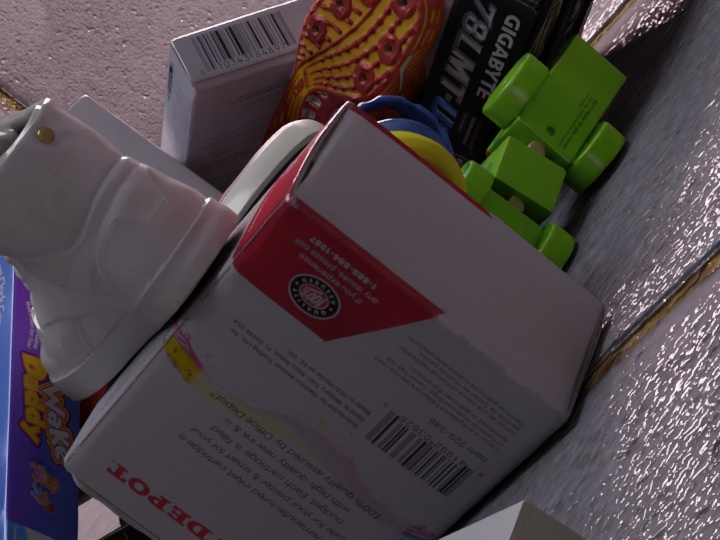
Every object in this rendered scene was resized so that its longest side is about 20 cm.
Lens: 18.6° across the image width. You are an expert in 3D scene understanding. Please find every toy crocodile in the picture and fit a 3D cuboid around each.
[{"bbox_3d":[0.077,-0.043,1.091,0.062,0.067,0.201,-44,13,52],"label":"toy crocodile"}]

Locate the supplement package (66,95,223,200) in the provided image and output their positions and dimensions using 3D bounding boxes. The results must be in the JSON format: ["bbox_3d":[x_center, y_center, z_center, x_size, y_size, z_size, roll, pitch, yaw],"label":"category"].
[{"bbox_3d":[-0.159,0.016,1.313,0.117,0.116,0.201,-50,-13,-27],"label":"supplement package"}]

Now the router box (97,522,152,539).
[{"bbox_3d":[-0.094,0.144,1.130,0.148,0.051,0.200,-28,-5,-27],"label":"router box"}]

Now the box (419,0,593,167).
[{"bbox_3d":[0.090,-0.137,1.233,0.199,0.049,0.201,-53,-12,-42],"label":"box"}]

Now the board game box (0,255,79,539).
[{"bbox_3d":[-0.199,0.082,1.085,0.134,0.045,0.201,-30,48,32],"label":"board game box"}]

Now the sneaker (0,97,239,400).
[{"bbox_3d":[-0.133,-0.014,0.966,0.074,0.115,0.200,-60,8,-28],"label":"sneaker"}]

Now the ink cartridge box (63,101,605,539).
[{"bbox_3d":[-0.014,0.050,0.945,0.200,0.147,0.086,-46,11,39],"label":"ink cartridge box"}]

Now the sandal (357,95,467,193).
[{"bbox_3d":[-0.004,-0.003,1.016,0.087,0.079,0.201,-84,21,-50],"label":"sandal"}]

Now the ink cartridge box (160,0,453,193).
[{"bbox_3d":[-0.025,-0.096,1.314,0.198,0.041,0.201,-20,-26,-19],"label":"ink cartridge box"}]

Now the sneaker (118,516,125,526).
[{"bbox_3d":[-0.089,0.091,1.233,0.200,0.085,0.078,113,161,-58],"label":"sneaker"}]

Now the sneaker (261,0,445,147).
[{"bbox_3d":[0.005,-0.105,1.205,0.077,0.073,0.200,-18,-20,-30],"label":"sneaker"}]

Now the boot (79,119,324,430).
[{"bbox_3d":[-0.097,0.001,1.117,0.144,0.072,0.201,21,74,49],"label":"boot"}]

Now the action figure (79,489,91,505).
[{"bbox_3d":[-0.196,0.136,1.177,0.130,0.070,0.200,-35,10,14],"label":"action figure"}]

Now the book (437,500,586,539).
[{"bbox_3d":[0.000,0.168,0.765,0.200,0.048,0.134,-38,21,57],"label":"book"}]
